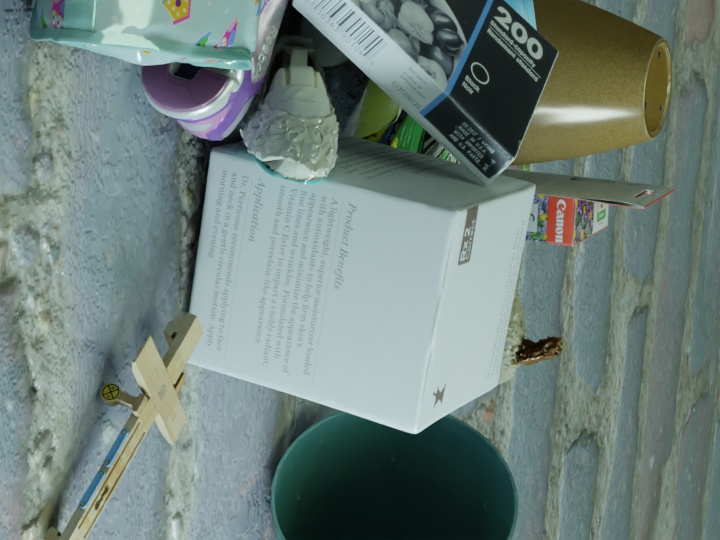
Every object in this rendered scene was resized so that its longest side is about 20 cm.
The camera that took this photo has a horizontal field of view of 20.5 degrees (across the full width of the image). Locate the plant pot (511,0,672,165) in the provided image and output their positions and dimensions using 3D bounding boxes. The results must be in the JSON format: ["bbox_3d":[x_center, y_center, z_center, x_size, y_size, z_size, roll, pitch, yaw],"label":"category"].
[{"bbox_3d":[0.183,-0.179,1.855,0.186,0.198,0.189,7,90,-67],"label":"plant pot"}]

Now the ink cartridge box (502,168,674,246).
[{"bbox_3d":[0.190,-0.059,1.907,0.109,0.198,0.051,-25,120,-62],"label":"ink cartridge box"}]

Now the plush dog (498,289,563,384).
[{"bbox_3d":[0.094,0.015,1.812,0.200,0.159,0.174,43,35,-62],"label":"plush dog"}]

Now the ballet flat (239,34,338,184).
[{"bbox_3d":[-0.050,-0.124,1.429,0.200,0.071,0.073,-103,-170,-68],"label":"ballet flat"}]

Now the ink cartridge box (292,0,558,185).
[{"bbox_3d":[0.057,-0.191,1.467,0.198,0.043,0.201,41,39,-15],"label":"ink cartridge box"}]

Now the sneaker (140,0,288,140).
[{"bbox_3d":[-0.087,-0.175,1.397,0.089,0.080,0.202,68,42,-60],"label":"sneaker"}]

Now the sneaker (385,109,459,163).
[{"bbox_3d":[0.062,-0.094,1.634,0.078,0.085,0.202,-74,-171,-80],"label":"sneaker"}]

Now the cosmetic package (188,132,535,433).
[{"bbox_3d":[0.000,0.000,1.469,0.165,0.198,0.167,-21,125,-64],"label":"cosmetic package"}]

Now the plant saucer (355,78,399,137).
[{"bbox_3d":[0.035,-0.200,1.616,0.200,0.031,0.202,-164,-90,-90],"label":"plant saucer"}]

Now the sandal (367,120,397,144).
[{"bbox_3d":[0.032,-0.028,1.699,0.079,0.086,0.202,22,75,-64],"label":"sandal"}]

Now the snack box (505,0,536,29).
[{"bbox_3d":[0.090,-0.253,1.662,0.201,0.037,0.117,-121,-167,-47],"label":"snack box"}]

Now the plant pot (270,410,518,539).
[{"bbox_3d":[0.024,0.238,1.647,0.162,0.199,0.201,94,20,-45],"label":"plant pot"}]

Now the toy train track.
[{"bbox_3d":[-0.168,0.113,1.357,0.201,0.032,0.115,-62,158,-27],"label":"toy train track"}]

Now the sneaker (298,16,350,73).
[{"bbox_3d":[-0.020,-0.250,1.547,0.087,0.074,0.202,31,65,-47],"label":"sneaker"}]

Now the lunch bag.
[{"bbox_3d":[-0.133,-0.212,1.215,0.200,0.121,0.172,-7,105,-72],"label":"lunch bag"}]
